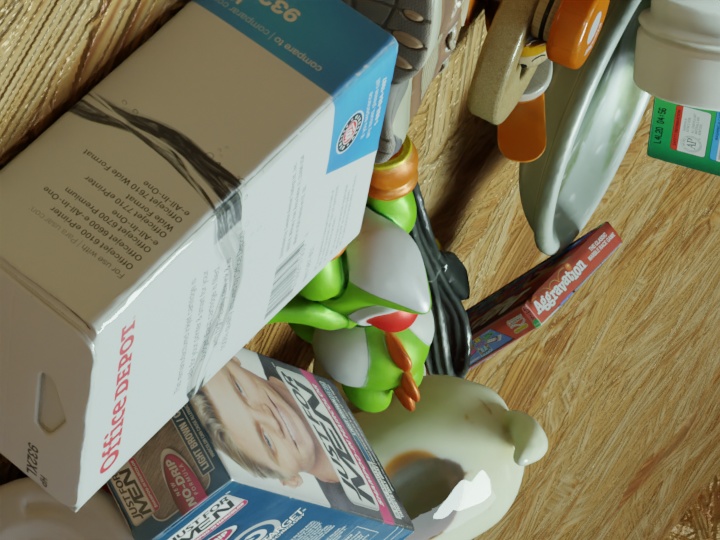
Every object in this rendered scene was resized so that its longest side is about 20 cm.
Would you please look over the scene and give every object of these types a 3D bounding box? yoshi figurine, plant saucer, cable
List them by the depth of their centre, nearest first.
[{"bbox_3d":[-0.013,-0.006,1.482,0.200,0.112,0.112,80,13,-53],"label":"yoshi figurine"},{"bbox_3d":[0.027,0.005,1.630,0.200,0.050,0.098,49,38,-68],"label":"cable"},{"bbox_3d":[0.133,-0.109,1.696,0.201,0.050,0.200,-59,166,-25],"label":"plant saucer"}]

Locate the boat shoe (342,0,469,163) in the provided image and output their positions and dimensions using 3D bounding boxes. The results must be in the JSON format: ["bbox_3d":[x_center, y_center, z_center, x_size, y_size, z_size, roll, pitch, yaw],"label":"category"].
[{"bbox_3d":[0.013,-0.124,1.312,0.072,0.076,0.200,-52,174,-22],"label":"boat shoe"}]

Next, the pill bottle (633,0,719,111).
[{"bbox_3d":[0.199,-0.192,1.512,0.114,0.114,0.201,-29,129,-58],"label":"pill bottle"}]

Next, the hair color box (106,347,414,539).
[{"bbox_3d":[-0.057,0.092,1.395,0.060,0.100,0.200,-38,156,15],"label":"hair color box"}]

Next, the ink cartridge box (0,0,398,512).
[{"bbox_3d":[-0.082,-0.018,1.210,0.200,0.084,0.145,-45,163,-31],"label":"ink cartridge box"}]

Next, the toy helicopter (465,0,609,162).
[{"bbox_3d":[0.104,-0.149,1.524,0.133,0.079,0.200,100,16,-45],"label":"toy helicopter"}]

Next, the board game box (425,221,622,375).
[{"bbox_3d":[0.070,0.040,1.762,0.200,0.019,0.103,-34,-173,46],"label":"board game box"}]

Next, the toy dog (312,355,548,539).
[{"bbox_3d":[-0.005,0.142,1.588,0.200,0.193,0.140,-34,119,-45],"label":"toy dog"}]

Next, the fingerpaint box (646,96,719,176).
[{"bbox_3d":[0.232,-0.184,1.696,0.200,0.073,0.167,92,18,-48],"label":"fingerpaint box"}]

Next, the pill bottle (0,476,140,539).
[{"bbox_3d":[-0.119,0.151,1.414,0.112,0.111,0.200,-57,165,9],"label":"pill bottle"}]
